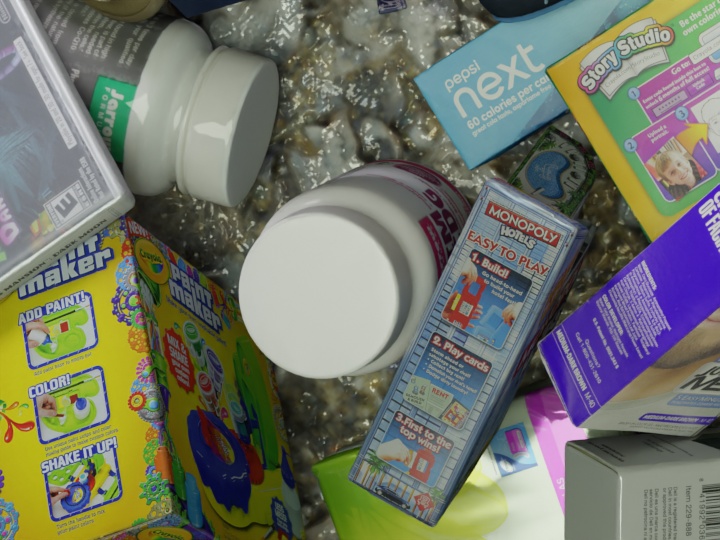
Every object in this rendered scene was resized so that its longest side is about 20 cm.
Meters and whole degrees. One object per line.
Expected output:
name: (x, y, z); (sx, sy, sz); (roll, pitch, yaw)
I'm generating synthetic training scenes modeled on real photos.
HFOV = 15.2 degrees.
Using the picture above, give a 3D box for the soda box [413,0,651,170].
soda box: (0.136, -0.141, 1.621); (0.199, 0.064, 0.068); (-32, 90, 17)

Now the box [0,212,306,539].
box: (-0.135, 0.102, 1.623); (0.121, 0.200, 0.194); (-20, 64, 16)

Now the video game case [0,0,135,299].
video game case: (-0.249, -0.069, 1.603); (0.181, 0.023, 0.201); (-34, 66, 9)

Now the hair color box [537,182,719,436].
hair color box: (0.206, 0.013, 1.504); (0.200, 0.109, 0.065); (-45, 55, 33)

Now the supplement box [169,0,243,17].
supplement box: (-0.085, -0.285, 1.509); (0.200, 0.134, 0.200); (44, 75, -16)

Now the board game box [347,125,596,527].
board game box: (0.084, 0.012, 1.555); (0.061, 0.200, 0.201); (29, 129, 8)

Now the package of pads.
package of pads: (0.088, 0.160, 1.679); (0.199, 0.068, 0.155); (-18, 92, 17)

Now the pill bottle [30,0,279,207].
pill bottle: (-0.158, -0.111, 1.675); (0.199, 0.113, 0.114); (16, 102, 12)

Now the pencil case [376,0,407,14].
pencil case: (0.047, -0.226, 1.558); (0.200, 0.093, 0.091); (-35, 76, 59)

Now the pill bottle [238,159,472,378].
pill bottle: (0.000, 0.000, 1.607); (0.113, 0.200, 0.114); (2, 100, 14)

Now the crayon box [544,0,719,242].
crayon box: (0.219, -0.118, 1.528); (0.199, 0.058, 0.119); (-32, 90, 24)

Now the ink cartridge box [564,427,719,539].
ink cartridge box: (0.225, 0.170, 1.591); (0.199, 0.084, 0.147); (-3, 100, -18)

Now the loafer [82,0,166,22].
loafer: (-0.180, -0.207, 1.632); (0.200, 0.067, 0.076); (29, 98, 44)

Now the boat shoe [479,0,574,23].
boat shoe: (0.140, -0.226, 1.563); (0.200, 0.084, 0.069); (-39, 133, 11)
